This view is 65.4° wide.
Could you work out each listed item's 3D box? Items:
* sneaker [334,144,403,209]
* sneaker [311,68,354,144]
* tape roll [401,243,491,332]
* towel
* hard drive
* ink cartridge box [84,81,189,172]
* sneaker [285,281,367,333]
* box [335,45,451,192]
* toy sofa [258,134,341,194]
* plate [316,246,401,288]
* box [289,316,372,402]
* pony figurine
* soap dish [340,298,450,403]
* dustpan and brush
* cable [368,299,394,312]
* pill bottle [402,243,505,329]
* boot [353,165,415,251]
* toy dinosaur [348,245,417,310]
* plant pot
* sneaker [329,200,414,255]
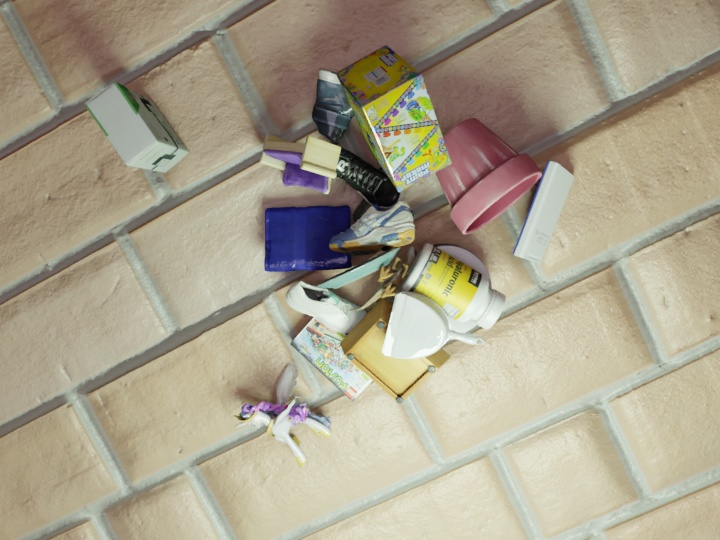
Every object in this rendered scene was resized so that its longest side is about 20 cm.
[{"bbox_3d":[-0.008,-0.196,1.170,0.200,0.111,0.074,39,105,34],"label":"sneaker"},{"bbox_3d":[-0.007,-0.338,1.219,0.200,0.077,0.148,12,106,-7],"label":"sneaker"},{"bbox_3d":[0.190,0.042,1.255,0.197,0.066,0.203,0,97,4],"label":"tape roll"},{"bbox_3d":[-0.117,-0.070,1.254,0.197,0.050,0.150,-2,78,6],"label":"towel"},{"bbox_3d":[0.392,-0.119,1.196,0.025,0.131,0.202,25,100,35],"label":"hard drive"},{"bbox_3d":[-0.463,-0.295,1.186,0.083,0.200,0.147,-35,95,4],"label":"ink cartridge box"},{"bbox_3d":[-0.064,0.078,1.242,0.198,0.089,0.076,21,58,-15],"label":"sneaker"},{"bbox_3d":[0.062,-0.298,1.095,0.121,0.201,0.194,-27,129,2],"label":"box"},{"bbox_3d":[-0.133,-0.225,1.173,0.082,0.199,0.099,12,95,-38],"label":"toy sofa"},{"bbox_3d":[0.000,0.000,1.192,0.198,0.200,0.026,-24,92,6],"label":"plate"},{"bbox_3d":[-0.054,0.196,1.304,0.200,0.035,0.110,42,98,-2],"label":"box"},{"bbox_3d":[-0.166,0.332,1.284,0.199,0.167,0.193,36,106,-17],"label":"pony figurine"},{"bbox_3d":[0.071,0.181,1.220,0.200,0.081,0.158,41,114,-5],"label":"soap dish"},{"bbox_3d":[0.155,0.127,1.139,0.197,0.057,0.141,15,103,6],"label":"dustpan and brush"},{"bbox_3d":[0.056,0.156,1.280,0.096,0.050,0.203,8,106,30],"label":"cable"},{"bbox_3d":[0.196,0.038,1.166,0.198,0.111,0.112,30,98,-1],"label":"pill bottle"},{"bbox_3d":[0.078,-0.149,1.207,0.131,0.067,0.201,43,108,37],"label":"boot"},{"bbox_3d":[0.054,0.035,1.168,0.200,0.106,0.060,-44,81,5],"label":"toy dinosaur"},{"bbox_3d":[0.243,-0.206,1.168,0.199,0.200,0.180,-36,79,7],"label":"plant pot"},{"bbox_3d":[0.023,-0.087,1.161,0.198,0.075,0.089,-11,74,29],"label":"sneaker"}]
